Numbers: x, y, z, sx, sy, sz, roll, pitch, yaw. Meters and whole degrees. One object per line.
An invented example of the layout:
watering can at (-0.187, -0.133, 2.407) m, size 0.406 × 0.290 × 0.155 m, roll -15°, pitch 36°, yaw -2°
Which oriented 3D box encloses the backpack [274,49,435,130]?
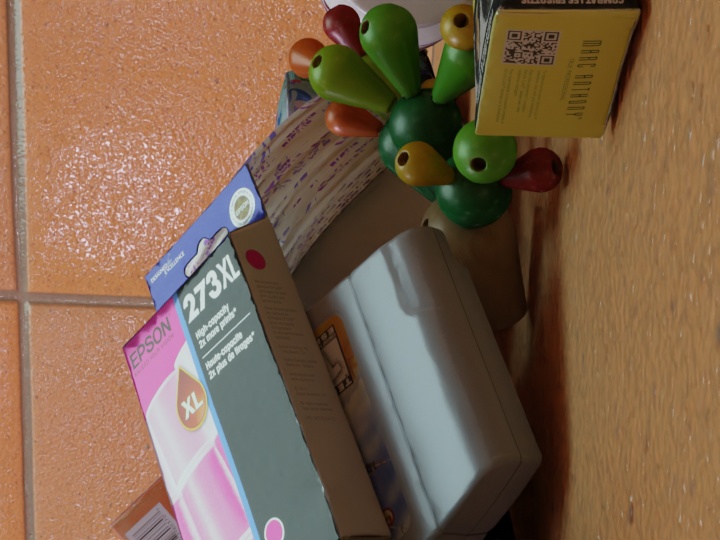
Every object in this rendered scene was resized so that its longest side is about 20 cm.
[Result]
backpack at (0.007, -0.090, 1.217) m, size 0.200 × 0.149 × 0.179 m, roll -78°, pitch -10°, yaw -69°

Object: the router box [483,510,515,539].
router box at (0.028, 0.130, 0.781) m, size 0.200 × 0.051 × 0.150 m, roll 111°, pitch 150°, yaw -66°

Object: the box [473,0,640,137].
box at (0.067, -0.151, 0.569) m, size 0.075 × 0.050 × 0.201 m, roll 93°, pitch 179°, yaw -62°

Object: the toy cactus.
toy cactus at (0.044, -0.053, 0.725) m, size 0.200 × 0.102 × 0.166 m, roll 26°, pitch 142°, yaw 61°

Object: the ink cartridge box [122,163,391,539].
ink cartridge box at (-0.057, 0.056, 0.700) m, size 0.095 × 0.037 × 0.201 m, roll -44°, pitch 53°, yaw 33°

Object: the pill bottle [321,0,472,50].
pill bottle at (0.026, -0.197, 0.985) m, size 0.200 × 0.113 × 0.115 m, roll -98°, pitch 11°, yaw -84°

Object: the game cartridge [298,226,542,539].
game cartridge at (-0.010, 0.089, 0.693) m, size 0.200 × 0.041 × 0.134 m, roll -42°, pitch 52°, yaw 35°

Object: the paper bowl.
paper bowl at (0.000, 0.000, 0.871) m, size 0.201 × 0.104 × 0.201 m, roll -43°, pitch -23°, yaw -23°

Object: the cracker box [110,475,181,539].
cracker box at (-0.057, 0.161, 0.948) m, size 0.058 × 0.134 × 0.200 m, roll -43°, pitch -3°, yaw 16°
